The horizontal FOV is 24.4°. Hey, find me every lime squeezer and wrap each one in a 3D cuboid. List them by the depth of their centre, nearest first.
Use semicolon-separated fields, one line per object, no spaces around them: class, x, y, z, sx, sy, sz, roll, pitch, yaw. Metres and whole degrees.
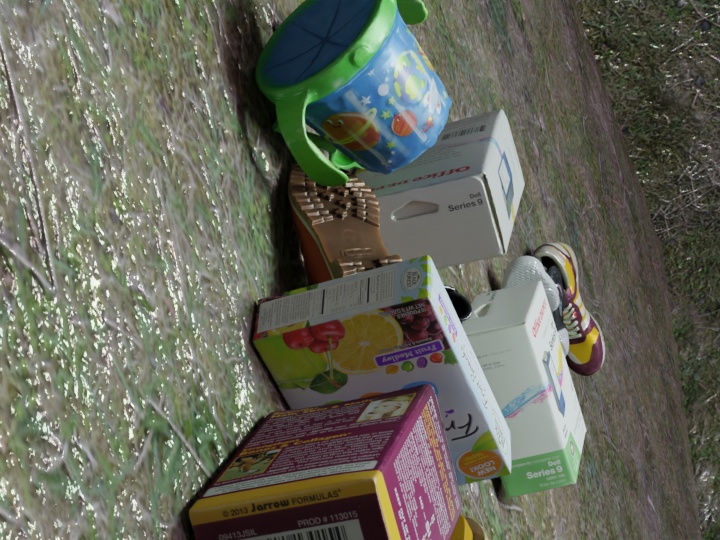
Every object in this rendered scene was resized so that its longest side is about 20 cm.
lime squeezer;-0.018;-0.119;1.480;0.071;0.038;0.200;51;17;3

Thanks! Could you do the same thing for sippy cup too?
sippy cup;0.003;-0.156;1.389;0.130;0.178;0.140;45;0;-32

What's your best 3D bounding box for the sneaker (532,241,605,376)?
sneaker;0.288;0.059;2.374;0.090;0.075;0.201;-14;84;-66

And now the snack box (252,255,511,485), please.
snack box;0.021;0.091;1.285;0.053;0.142;0.200;-85;156;-48

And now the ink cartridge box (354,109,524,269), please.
ink cartridge box;0.070;-0.072;1.584;0.200;0.145;0.088;-64;139;-67

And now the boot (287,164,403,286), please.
boot;-0.022;-0.001;1.367;0.200;0.075;0.107;-112;-149;-42

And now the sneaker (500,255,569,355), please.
sneaker;0.223;0.025;2.163;0.200;0.075;0.114;68;16;-47

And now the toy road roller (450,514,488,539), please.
toy road roller;0.124;0.308;1.449;0.200;0.146;0.123;-85;156;-48

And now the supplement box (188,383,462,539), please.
supplement box;-0.017;0.162;1.122;0.200;0.131;0.104;-47;123;-71

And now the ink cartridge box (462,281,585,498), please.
ink cartridge box;0.185;0.132;1.886;0.145;0.087;0.201;-56;128;-68

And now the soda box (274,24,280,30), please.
soda box;-0.012;-0.199;1.551;0.200;0.068;0.064;-10;86;-73

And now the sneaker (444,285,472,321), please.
sneaker;0.072;0.057;1.595;0.200;0.083;0.072;40;40;-65
